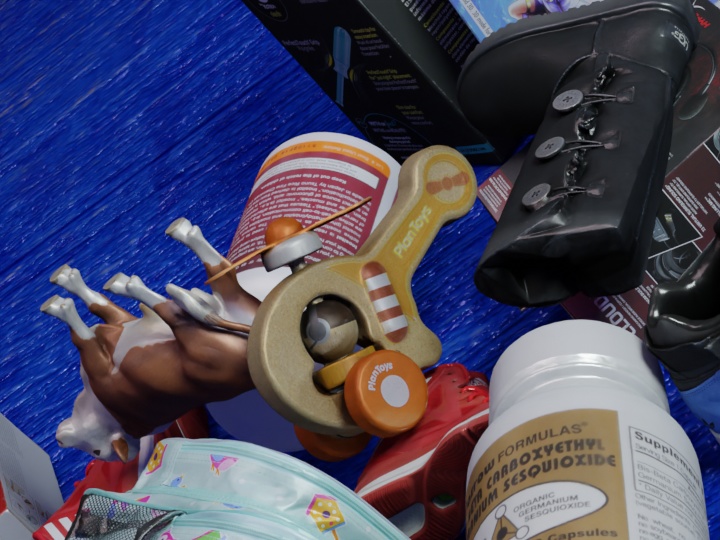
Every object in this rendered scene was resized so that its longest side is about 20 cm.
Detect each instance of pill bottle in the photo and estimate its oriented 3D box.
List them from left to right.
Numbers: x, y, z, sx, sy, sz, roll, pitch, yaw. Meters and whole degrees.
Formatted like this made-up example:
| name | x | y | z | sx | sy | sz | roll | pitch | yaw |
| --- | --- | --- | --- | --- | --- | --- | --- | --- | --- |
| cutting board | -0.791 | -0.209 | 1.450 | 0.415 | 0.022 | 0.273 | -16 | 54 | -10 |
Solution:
| name | x | y | z | sx | sy | sz | roll | pitch | yaw |
| --- | --- | --- | --- | --- | --- | --- | --- | --- | --- |
| pill bottle | -0.035 | 0.014 | 1.533 | 0.113 | 0.113 | 0.200 | -26 | 30 | 34 |
| pill bottle | 0.106 | 0.120 | 1.137 | 0.114 | 0.114 | 0.200 | -32 | 31 | 24 |

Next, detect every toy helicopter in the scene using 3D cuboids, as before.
| name | x | y | z | sx | sy | sz | roll | pitch | yaw |
| --- | --- | --- | --- | --- | --- | --- | --- | --- | --- |
| toy helicopter | 0.000 | 0.000 | 1.361 | 0.200 | 0.132 | 0.079 | -56 | 14 | -31 |

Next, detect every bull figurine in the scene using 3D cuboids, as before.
| name | x | y | z | sx | sy | sz | roll | pitch | yaw |
| --- | --- | --- | --- | --- | --- | --- | --- | --- | --- |
| bull figurine | -0.125 | 0.047 | 1.427 | 0.200 | 0.122 | 0.065 | -22 | 26 | 41 |

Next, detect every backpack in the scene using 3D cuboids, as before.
| name | x | y | z | sx | sy | sz | roll | pitch | yaw |
| --- | --- | --- | --- | --- | --- | --- | --- | --- | --- |
| backpack | -0.050 | 0.179 | 1.229 | 0.200 | 0.176 | 0.154 | 10 | 62 | 56 |

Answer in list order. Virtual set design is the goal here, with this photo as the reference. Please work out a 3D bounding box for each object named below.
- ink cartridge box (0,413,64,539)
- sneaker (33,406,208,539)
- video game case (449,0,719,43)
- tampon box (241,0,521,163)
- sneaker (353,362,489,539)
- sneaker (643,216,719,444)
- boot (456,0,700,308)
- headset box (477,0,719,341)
| name | x | y | z | sx | sy | sz | roll | pitch | yaw |
| --- | --- | --- | --- | --- | --- | --- | --- | --- | --- |
| ink cartridge box | -0.290 | 0.203 | 1.662 | 0.176 | 0.084 | 0.200 | -43 | 25 | 3 |
| sneaker | -0.164 | 0.127 | 1.566 | 0.115 | 0.078 | 0.200 | -29 | 26 | 12 |
| video game case | 0.148 | -0.195 | 1.492 | 0.181 | 0.200 | 0.045 | -38 | -8 | 13 |
| tampon box | 0.032 | -0.185 | 1.638 | 0.126 | 0.200 | 0.150 | -52 | 27 | -18 |
| sneaker | 0.072 | 0.077 | 1.318 | 0.199 | 0.078 | 0.116 | -26 | 32 | 33 |
| sneaker | 0.228 | 0.004 | 1.151 | 0.200 | 0.111 | 0.077 | -31 | 27 | 25 |
| boot | 0.100 | -0.056 | 1.326 | 0.164 | 0.066 | 0.201 | -23 | 37 | 39 |
| headset box | 0.163 | -0.048 | 1.375 | 0.200 | 0.077 | 0.149 | -40 | 25 | 5 |
